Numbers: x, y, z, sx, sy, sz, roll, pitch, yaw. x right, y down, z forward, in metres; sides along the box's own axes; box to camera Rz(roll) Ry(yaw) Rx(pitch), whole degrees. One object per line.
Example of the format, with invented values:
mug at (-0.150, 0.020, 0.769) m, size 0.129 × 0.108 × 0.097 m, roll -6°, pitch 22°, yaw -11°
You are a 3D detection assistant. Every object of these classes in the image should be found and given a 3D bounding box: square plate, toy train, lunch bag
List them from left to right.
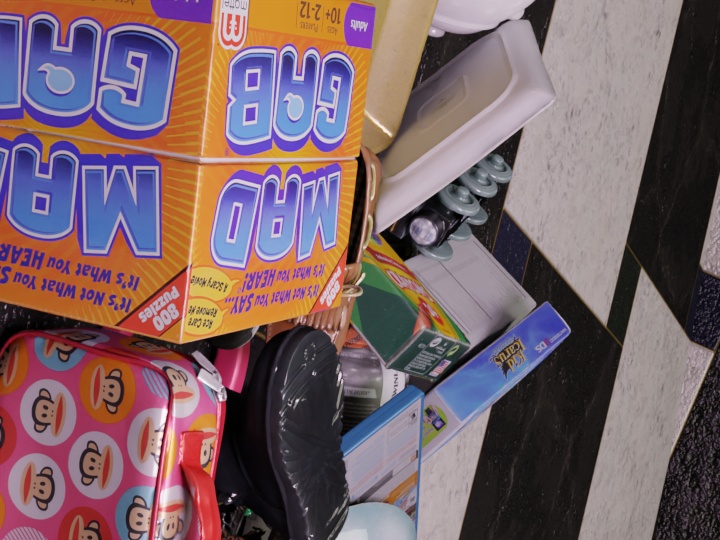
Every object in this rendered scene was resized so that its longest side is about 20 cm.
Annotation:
lunch bag at (-0.164, 0.144, 0.930) m, size 0.082 × 0.175 × 0.202 m, roll 3°, pitch 99°, yaw -62°
toy train at (0.077, -0.086, 1.443) m, size 0.086 × 0.113 × 0.200 m, roll -60°, pitch 171°, yaw 31°
square plate at (0.080, -0.141, 1.296) m, size 0.028 × 0.199 × 0.199 m, roll 46°, pitch 19°, yaw -24°

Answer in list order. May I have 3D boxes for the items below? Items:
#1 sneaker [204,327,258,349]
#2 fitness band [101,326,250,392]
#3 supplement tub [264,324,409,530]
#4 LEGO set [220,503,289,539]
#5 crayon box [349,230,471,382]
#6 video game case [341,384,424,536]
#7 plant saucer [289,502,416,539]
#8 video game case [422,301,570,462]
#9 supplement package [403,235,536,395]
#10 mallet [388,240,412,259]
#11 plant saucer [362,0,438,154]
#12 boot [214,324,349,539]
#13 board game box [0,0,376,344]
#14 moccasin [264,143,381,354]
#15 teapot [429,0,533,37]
sneaker at (-0.084, -0.014, 1.112) m, size 0.116 × 0.075 × 0.202 m, roll 61°, pitch 24°, yaw -56°
fitness band at (-0.150, 0.082, 1.113) m, size 0.200 × 0.037 × 0.145 m, roll -25°, pitch 125°, yaw -60°
supplement tub at (-0.021, 0.142, 1.310) m, size 0.122 × 0.121 × 0.203 m, roll -8°, pitch 108°, yaw -64°
LEGO set at (-0.104, 0.189, 1.198) m, size 0.153 × 0.115 × 0.202 m, roll -6°, pitch 119°, yaw -47°
crayon box at (0.000, 0.000, 1.221) m, size 0.051 × 0.200 × 0.127 m, roll -44°, pitch 158°, yaw 10°
video game case at (-0.001, 0.208, 1.220) m, size 0.143 × 0.018 × 0.202 m, roll -34°, pitch 141°, yaw -34°
plant saucer at (-0.022, 0.286, 1.200) m, size 0.200 × 0.039 × 0.203 m, roll -25°, pitch 135°, yaw -27°
video game case at (0.098, 0.131, 1.414) m, size 0.199 × 0.046 × 0.181 m, roll -32°, pitch 169°, yaw -43°
supplement package at (0.077, 0.051, 1.457) m, size 0.110 × 0.114 × 0.200 m, roll -48°, pitch 168°, yaw 27°
mallet at (0.013, -0.006, 1.434) m, size 0.200 × 0.041 × 0.067 m, roll 11°, pitch 88°, yaw -70°
plant saucer at (-0.008, -0.182, 1.187) m, size 0.200 × 0.048 × 0.202 m, roll -31°, pitch 144°, yaw -57°
boot at (-0.095, 0.100, 0.992) m, size 0.077 × 0.167 × 0.202 m, roll -50°, pitch 148°, yaw -38°
board game box at (-0.129, -0.083, 0.885) m, size 0.199 × 0.198 × 0.202 m, roll -10°, pitch 109°, yaw -64°
moccasin at (-0.028, -0.002, 1.119) m, size 0.078 × 0.073 × 0.203 m, roll 58°, pitch 54°, yaw -85°
teapot at (0.085, -0.287, 1.326) m, size 0.198 × 0.198 × 0.147 m, roll -87°, pitch -162°, yaw -61°
